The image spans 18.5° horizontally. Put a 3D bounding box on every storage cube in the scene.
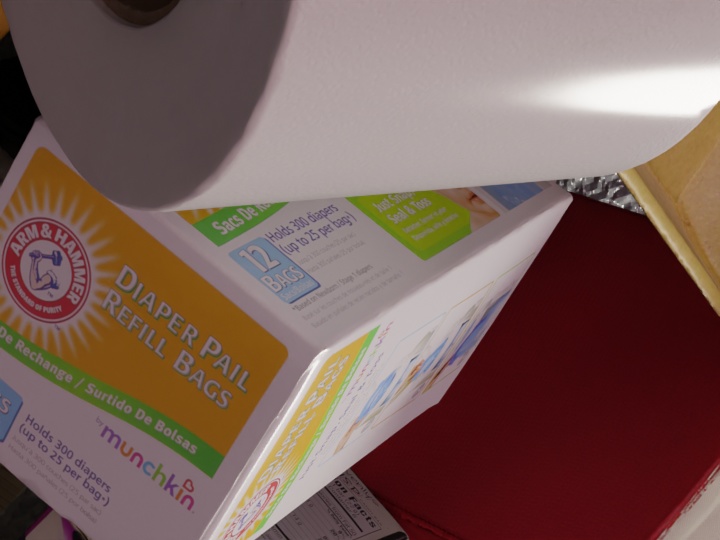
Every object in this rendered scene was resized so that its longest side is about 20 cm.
[{"bbox_3d":[0.112,0.100,0.903,0.200,0.180,0.171,-45,128,-21],"label":"storage cube"}]

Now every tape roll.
[{"bbox_3d":[0.000,-0.120,0.569,0.139,0.203,0.203,-6,115,-29],"label":"tape roll"}]

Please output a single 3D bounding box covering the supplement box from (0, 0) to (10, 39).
[{"bbox_3d":[-0.154,-0.192,0.650,0.197,0.133,0.200,-48,128,-3],"label":"supplement box"}]

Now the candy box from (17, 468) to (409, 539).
[{"bbox_3d":[-0.081,0.129,0.775,0.136,0.061,0.200,-45,165,18],"label":"candy box"}]

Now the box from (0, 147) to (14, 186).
[{"bbox_3d":[-0.203,0.031,0.729,0.109,0.128,0.201,11,106,-35],"label":"box"}]

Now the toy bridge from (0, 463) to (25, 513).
[{"bbox_3d":[-0.110,0.142,0.902,0.067,0.027,0.200,-48,127,-2],"label":"toy bridge"}]

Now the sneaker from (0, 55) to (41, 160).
[{"bbox_3d":[-0.047,-0.086,0.805,0.199,0.060,0.104,2,125,-39],"label":"sneaker"}]

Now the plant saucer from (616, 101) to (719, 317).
[{"bbox_3d":[0.130,-0.115,0.767,0.200,0.048,0.200,-55,137,-12],"label":"plant saucer"}]

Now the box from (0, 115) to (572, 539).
[{"bbox_3d":[-0.032,0.003,0.707,0.102,0.112,0.200,-58,167,26],"label":"box"}]
